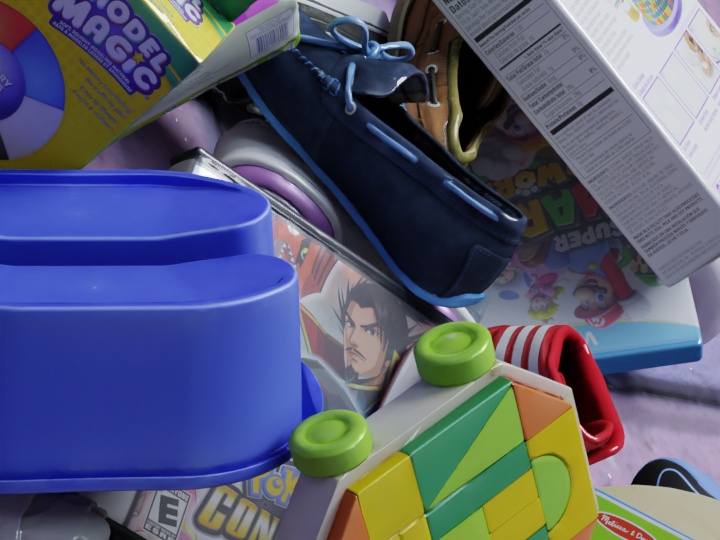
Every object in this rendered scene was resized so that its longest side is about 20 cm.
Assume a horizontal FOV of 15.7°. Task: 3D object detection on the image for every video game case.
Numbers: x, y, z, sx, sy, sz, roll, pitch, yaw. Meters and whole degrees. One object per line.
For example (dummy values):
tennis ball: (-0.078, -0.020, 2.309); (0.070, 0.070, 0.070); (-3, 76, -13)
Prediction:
video game case: (0.096, -0.027, 1.400); (0.018, 0.142, 0.201); (83, -1, -53)
video game case: (-0.031, 0.071, 1.172); (0.200, 0.025, 0.182); (34, 58, -27)

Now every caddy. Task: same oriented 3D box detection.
caddy: (-0.111, 0.033, 1.038); (0.198, 0.106, 0.142); (0, 27, -12)

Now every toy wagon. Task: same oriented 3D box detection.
toy wagon: (0.015, 0.122, 1.044); (0.200, 0.039, 0.156); (-34, 124, -30)

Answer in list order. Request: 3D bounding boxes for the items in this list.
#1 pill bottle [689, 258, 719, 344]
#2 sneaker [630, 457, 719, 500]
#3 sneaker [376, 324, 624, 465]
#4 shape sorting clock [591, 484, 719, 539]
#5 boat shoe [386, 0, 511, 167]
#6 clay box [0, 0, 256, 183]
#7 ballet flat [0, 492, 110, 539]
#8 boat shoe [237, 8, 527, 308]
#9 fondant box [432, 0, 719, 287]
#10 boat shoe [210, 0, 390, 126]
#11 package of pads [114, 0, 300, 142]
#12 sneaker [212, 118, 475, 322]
pill bottle: (0.167, -0.049, 1.514); (0.112, 0.112, 0.201); (38, 35, -22)
sneaker: (0.152, 0.170, 1.329); (0.078, 0.070, 0.201); (35, 36, -34)
sneaker: (0.043, 0.098, 1.132); (0.078, 0.115, 0.201); (38, 56, -26)
shape sorting clock: (0.141, 0.188, 1.245); (0.198, 0.039, 0.201); (1, 54, -1)
boat shoe: (0.050, -0.099, 1.369); (0.072, 0.068, 0.200); (63, 29, -28)
clay box: (-0.142, -0.096, 1.083); (0.115, 0.200, 0.048); (47, 33, -8)
ballet flat: (-0.106, 0.129, 1.044); (0.200, 0.069, 0.070); (41, 34, -18)
boat shoe: (0.010, -0.075, 1.251); (0.200, 0.069, 0.084); (49, 24, 10)
fondant box: (0.136, -0.109, 1.366); (0.200, 0.058, 0.144); (51, 31, -8)
boat shoe: (-0.037, -0.110, 1.352); (0.199, 0.071, 0.064); (4, 55, -52)
package of pads: (-0.140, -0.158, 1.199); (0.201, 0.154, 0.068); (59, -10, 10)
sneaker: (0.000, 0.000, 1.291); (0.200, 0.075, 0.100); (48, 16, -21)
